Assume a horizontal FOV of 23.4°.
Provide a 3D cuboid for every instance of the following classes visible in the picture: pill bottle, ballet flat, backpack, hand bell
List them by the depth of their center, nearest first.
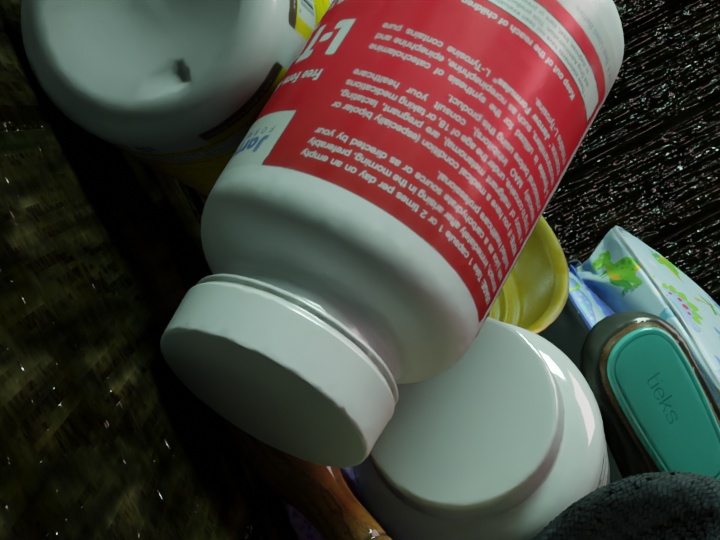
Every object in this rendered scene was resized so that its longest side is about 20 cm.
[{"bbox_3d":[-0.001,0.104,0.652,0.200,0.104,0.104,48,-6,31],"label":"hand bell"},{"bbox_3d":[0.011,-0.032,0.654,0.112,0.200,0.112,25,-25,12],"label":"pill bottle"},{"bbox_3d":[-0.059,-0.090,0.751,0.109,0.109,0.200,63,8,14],"label":"pill bottle"},{"bbox_3d":[0.056,0.087,0.788,0.111,0.111,0.200,63,0,21],"label":"pill bottle"},{"bbox_3d":[0.162,0.109,0.841,0.200,0.068,0.068,67,-12,-6],"label":"ballet flat"},{"bbox_3d":[0.163,0.085,0.994,0.200,0.147,0.183,36,19,-54],"label":"backpack"}]

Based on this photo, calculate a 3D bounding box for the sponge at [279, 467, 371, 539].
[{"bbox_3d":[0.002,0.134,0.770,0.200,0.030,0.112,63,1,23],"label":"sponge"}]

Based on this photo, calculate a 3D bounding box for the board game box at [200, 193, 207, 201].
[{"bbox_3d":[0.001,-0.014,1.076,0.200,0.151,0.046,56,49,-35],"label":"board game box"}]

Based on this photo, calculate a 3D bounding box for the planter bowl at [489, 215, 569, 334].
[{"bbox_3d":[0.000,0.000,0.900,0.084,0.200,0.201,-63,-144,33],"label":"planter bowl"}]

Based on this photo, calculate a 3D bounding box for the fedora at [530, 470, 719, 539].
[{"bbox_3d":[0.115,0.142,0.693,0.092,0.201,0.201,48,6,-20],"label":"fedora"}]
